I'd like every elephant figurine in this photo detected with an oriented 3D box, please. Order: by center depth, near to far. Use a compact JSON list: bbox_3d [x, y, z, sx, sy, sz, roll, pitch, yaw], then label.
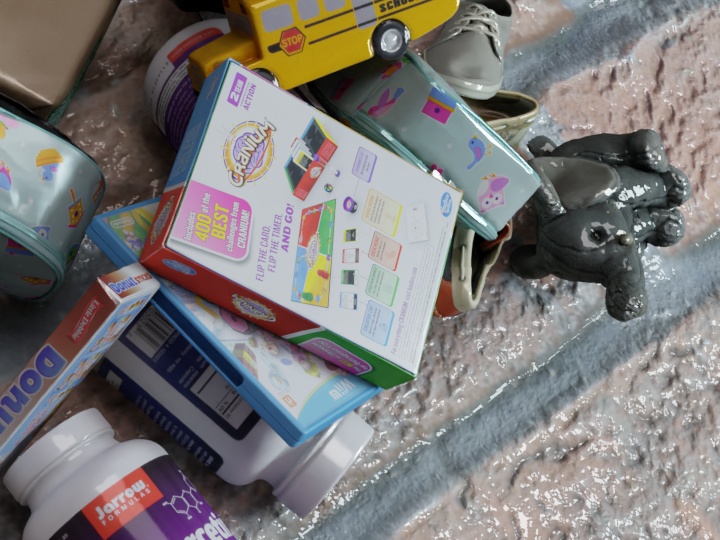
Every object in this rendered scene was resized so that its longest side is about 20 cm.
[{"bbox_3d":[0.187,-0.041,1.262,0.200,0.155,0.142,-35,102,-47],"label":"elephant figurine"}]

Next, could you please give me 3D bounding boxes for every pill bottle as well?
[{"bbox_3d":[-0.139,0.189,0.963,0.112,0.112,0.200,-34,79,-38],"label":"pill bottle"},{"bbox_3d":[-0.091,0.081,1.060,0.200,0.111,0.111,41,50,1],"label":"pill bottle"},{"bbox_3d":[-0.077,-0.096,1.146,0.111,0.112,0.200,-12,47,-33],"label":"pill bottle"}]

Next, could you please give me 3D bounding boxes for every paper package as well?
[{"bbox_3d":[-0.292,-0.205,1.146,0.190,0.104,0.200,26,51,-10],"label":"paper package"}]

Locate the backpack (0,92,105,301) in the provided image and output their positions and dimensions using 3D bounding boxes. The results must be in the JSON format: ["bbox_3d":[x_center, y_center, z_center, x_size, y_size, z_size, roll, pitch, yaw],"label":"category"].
[{"bbox_3d":[-0.280,-0.050,1.009,0.199,0.176,0.154,20,69,-14],"label":"backpack"}]

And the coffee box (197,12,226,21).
[{"bbox_3d":[-0.104,-0.278,1.328,0.123,0.044,0.200,-13,67,-33],"label":"coffee box"}]

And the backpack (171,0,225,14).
[{"bbox_3d":[-0.037,-0.276,1.193,0.200,0.155,0.190,-13,30,-40],"label":"backpack"}]

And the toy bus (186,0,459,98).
[{"bbox_3d":[-0.029,-0.182,1.080,0.199,0.065,0.079,-23,116,-16],"label":"toy bus"}]

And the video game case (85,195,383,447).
[{"bbox_3d":[-0.078,0.024,1.018,0.200,0.018,0.143,45,26,10],"label":"video game case"}]

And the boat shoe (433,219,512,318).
[{"bbox_3d":[0.092,-0.029,1.232,0.200,0.062,0.071,-56,133,-49],"label":"boat shoe"}]

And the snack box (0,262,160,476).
[{"bbox_3d":[-0.205,0.079,0.942,0.024,0.200,0.072,42,14,4],"label":"snack box"}]

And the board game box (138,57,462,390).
[{"bbox_3d":[-0.035,-0.030,1.013,0.200,0.040,0.153,29,60,-22],"label":"board game box"}]

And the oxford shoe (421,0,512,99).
[{"bbox_3d":[0.099,-0.204,1.334,0.075,0.058,0.200,20,29,2],"label":"oxford shoe"}]

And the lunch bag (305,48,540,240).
[{"bbox_3d":[0.047,-0.104,1.164,0.160,0.077,0.200,43,2,-30],"label":"lunch bag"}]

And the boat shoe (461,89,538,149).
[{"bbox_3d":[0.060,-0.143,1.314,0.199,0.063,0.074,2,59,-26],"label":"boat shoe"}]
